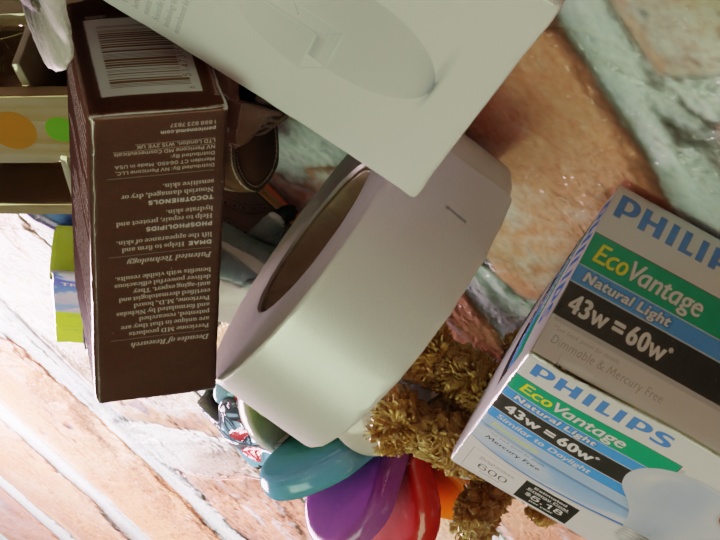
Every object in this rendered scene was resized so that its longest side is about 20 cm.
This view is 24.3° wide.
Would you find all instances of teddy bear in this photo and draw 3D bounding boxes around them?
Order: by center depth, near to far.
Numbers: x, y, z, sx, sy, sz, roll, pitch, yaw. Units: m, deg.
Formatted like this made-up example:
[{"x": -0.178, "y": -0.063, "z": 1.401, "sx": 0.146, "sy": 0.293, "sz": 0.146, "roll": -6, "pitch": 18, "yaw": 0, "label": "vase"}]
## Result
[{"x": 0.092, "y": 0.108, "z": 1.123, "sx": 0.200, "sy": 0.145, "sz": 0.067, "roll": 48, "pitch": 154, "yaw": -22, "label": "teddy bear"}]

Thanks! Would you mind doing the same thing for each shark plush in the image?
[{"x": -0.064, "y": -0.012, "z": 1.093, "sx": 0.200, "sy": 0.083, "sz": 0.091, "roll": -3, "pitch": 152, "yaw": 24, "label": "shark plush"}]

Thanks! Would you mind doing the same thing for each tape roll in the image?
[{"x": 0.000, "y": 0.000, "z": 0.960, "sx": 0.071, "sy": 0.203, "sz": 0.202, "roll": 37, "pitch": 153, "yaw": -10, "label": "tape roll"}]

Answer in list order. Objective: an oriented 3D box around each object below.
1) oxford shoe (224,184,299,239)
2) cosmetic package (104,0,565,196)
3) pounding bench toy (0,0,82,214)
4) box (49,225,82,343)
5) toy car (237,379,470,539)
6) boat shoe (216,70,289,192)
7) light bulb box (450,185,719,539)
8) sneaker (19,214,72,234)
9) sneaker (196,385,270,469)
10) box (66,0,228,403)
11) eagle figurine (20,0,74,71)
[{"x": -0.081, "y": -0.019, "z": 1.155, "sx": 0.200, "sy": 0.073, "sz": 0.071, "roll": 28, "pitch": 154, "yaw": 7, "label": "oxford shoe"}, {"x": -0.005, "y": -0.167, "z": 0.758, "sx": 0.200, "sy": 0.123, "sz": 0.199, "roll": 31, "pitch": 154, "yaw": -4, "label": "cosmetic package"}, {"x": -0.193, "y": -0.080, "z": 1.010, "sx": 0.156, "sy": 0.124, "sz": 0.200, "roll": -1, "pitch": 135, "yaw": 8, "label": "pounding bench toy"}, {"x": -0.171, "y": 0.014, "z": 1.258, "sx": 0.122, "sy": 0.048, "sz": 0.200, "roll": 4, "pitch": 163, "yaw": -8, "label": "box"}, {"x": 0.008, "y": 0.134, "z": 1.208, "sx": 0.200, "sy": 0.150, "sz": 0.175, "roll": 18, "pitch": 165, "yaw": -34, "label": "toy car"}, {"x": -0.071, "y": -0.108, "z": 0.990, "sx": 0.072, "sy": 0.076, "sz": 0.200, "roll": 19, "pitch": 153, "yaw": 19, "label": "boat shoe"}, {"x": 0.184, "y": 0.082, "z": 0.996, "sx": 0.198, "sy": 0.125, "sz": 0.200, "roll": 29, "pitch": 155, "yaw": 4, "label": "light bulb box"}, {"x": -0.197, "y": -0.090, "z": 1.143, "sx": 0.146, "sy": 0.081, "sz": 0.200, "roll": 11, "pitch": 142, "yaw": 43, "label": "sneaker"}, {"x": -0.081, "y": 0.112, "z": 1.382, "sx": 0.095, "sy": 0.079, "sz": 0.200, "roll": 40, "pitch": 153, "yaw": -13, "label": "sneaker"}, {"x": -0.115, "y": -0.034, "z": 0.890, "sx": 0.075, "sy": 0.100, "sz": 0.200, "roll": -5, "pitch": 134, "yaw": -15, "label": "box"}, {"x": -0.176, "y": -0.200, "z": 0.797, "sx": 0.152, "sy": 0.200, "sz": 0.151, "roll": 6, "pitch": 143, "yaw": 38, "label": "eagle figurine"}]
